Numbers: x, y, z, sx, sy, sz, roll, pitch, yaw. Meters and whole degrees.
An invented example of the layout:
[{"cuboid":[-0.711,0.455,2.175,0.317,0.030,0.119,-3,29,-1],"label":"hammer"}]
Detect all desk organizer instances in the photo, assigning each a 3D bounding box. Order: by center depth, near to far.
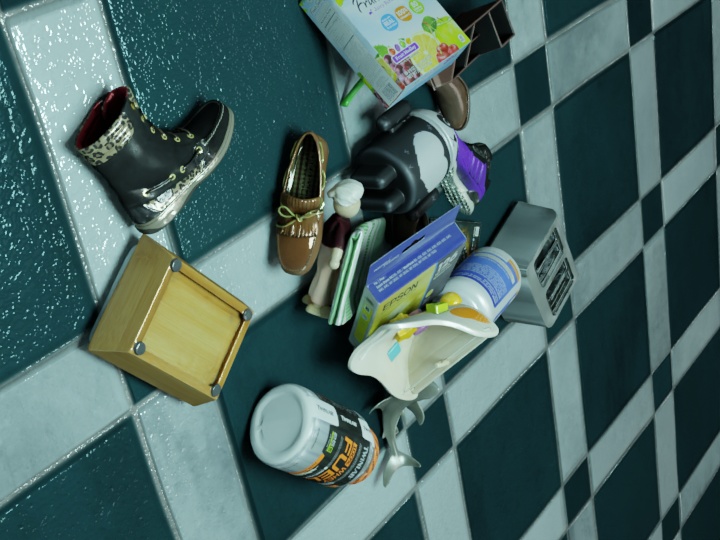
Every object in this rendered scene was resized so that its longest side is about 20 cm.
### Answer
[{"cuboid":[0.175,-0.369,1.580,0.200,0.076,0.072,-48,119,-48],"label":"desk organizer"}]

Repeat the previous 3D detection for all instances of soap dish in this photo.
[{"cuboid":[-0.233,0.070,1.249,0.200,0.081,0.159,40,68,-46],"label":"soap dish"}]

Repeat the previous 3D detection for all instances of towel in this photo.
[{"cuboid":[0.000,0.000,1.489,0.200,0.023,0.155,-24,129,-75],"label":"towel"}]

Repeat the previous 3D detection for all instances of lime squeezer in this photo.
[{"cuboid":[0.026,-0.343,1.483,0.037,0.070,0.203,18,83,-33],"label":"lime squeezer"}]

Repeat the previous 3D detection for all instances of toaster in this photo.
[{"cuboid":[0.323,-0.005,1.892,0.201,0.118,0.182,-54,134,-28],"label":"toaster"}]

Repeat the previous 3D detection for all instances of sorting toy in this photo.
[{"cuboid":[0.073,0.108,1.479,0.179,0.200,0.108,-1,56,-48],"label":"sorting toy"}]

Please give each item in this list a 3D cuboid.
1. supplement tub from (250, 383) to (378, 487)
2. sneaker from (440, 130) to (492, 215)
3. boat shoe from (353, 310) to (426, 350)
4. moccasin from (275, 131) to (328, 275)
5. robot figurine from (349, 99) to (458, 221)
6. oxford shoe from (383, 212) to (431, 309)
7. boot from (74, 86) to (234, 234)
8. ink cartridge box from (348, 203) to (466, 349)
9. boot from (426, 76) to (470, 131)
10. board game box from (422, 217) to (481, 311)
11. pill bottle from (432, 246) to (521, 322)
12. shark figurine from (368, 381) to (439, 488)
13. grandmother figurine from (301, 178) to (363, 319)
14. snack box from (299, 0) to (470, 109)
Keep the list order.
[{"cuboid":[-0.063,0.253,1.468,0.199,0.121,0.124,32,73,-49],"label":"supplement tub"},{"cuboid":[0.178,-0.196,1.692,0.099,0.069,0.201,-44,140,-15],"label":"sneaker"},{"cuboid":[0.080,0.120,1.643,0.198,0.062,0.074,-15,113,-39],"label":"boat shoe"},{"cuboid":[-0.081,-0.095,1.390,0.078,0.073,0.204,35,68,-82],"label":"moccasin"},{"cuboid":[0.071,-0.169,1.535,0.200,0.124,0.151,-44,164,-36],"label":"robot figurine"},{"cuboid":[0.097,-0.016,1.637,0.073,0.084,0.202,-45,132,-38],"label":"oxford shoe"},{"cuboid":[-0.247,-0.164,1.190,0.201,0.073,0.151,-56,136,-19],"label":"boot"},{"cuboid":[0.077,0.015,1.495,0.197,0.047,0.201,-35,161,-29],"label":"ink cartridge box"},{"cuboid":[0.092,-0.297,1.582,0.199,0.064,0.189,-29,107,-48],"label":"boot"},{"cuboid":[0.160,0.010,1.763,0.134,0.028,0.203,1,98,-51],"label":"board game box"},{"cuboid":[0.191,0.047,1.678,0.200,0.111,0.114,-39,127,-50],"label":"pill bottle"},{"cuboid":[0.050,0.248,1.651,0.089,0.128,0.217,-16,133,-40],"label":"shark figurine"},{"cuboid":[-0.039,-0.039,1.445,0.060,0.121,0.202,8,109,-25],"label":"grandmother figurine"},{"cuboid":[0.037,-0.358,1.414,0.200,0.068,0.168,49,53,2],"label":"snack box"}]
